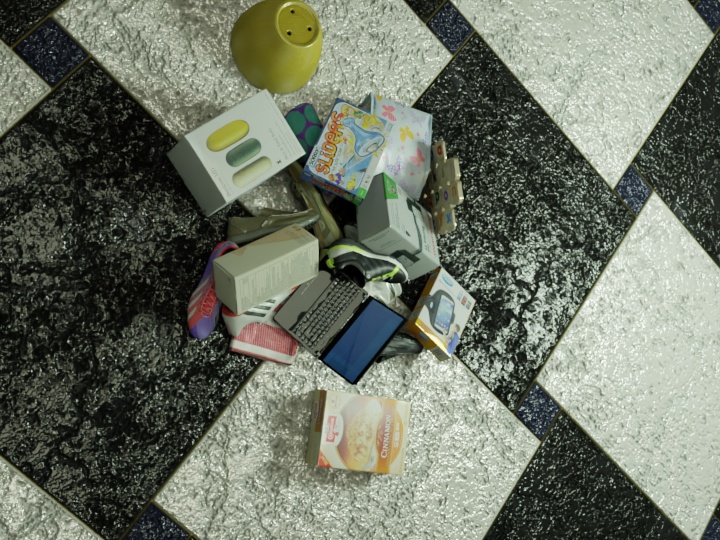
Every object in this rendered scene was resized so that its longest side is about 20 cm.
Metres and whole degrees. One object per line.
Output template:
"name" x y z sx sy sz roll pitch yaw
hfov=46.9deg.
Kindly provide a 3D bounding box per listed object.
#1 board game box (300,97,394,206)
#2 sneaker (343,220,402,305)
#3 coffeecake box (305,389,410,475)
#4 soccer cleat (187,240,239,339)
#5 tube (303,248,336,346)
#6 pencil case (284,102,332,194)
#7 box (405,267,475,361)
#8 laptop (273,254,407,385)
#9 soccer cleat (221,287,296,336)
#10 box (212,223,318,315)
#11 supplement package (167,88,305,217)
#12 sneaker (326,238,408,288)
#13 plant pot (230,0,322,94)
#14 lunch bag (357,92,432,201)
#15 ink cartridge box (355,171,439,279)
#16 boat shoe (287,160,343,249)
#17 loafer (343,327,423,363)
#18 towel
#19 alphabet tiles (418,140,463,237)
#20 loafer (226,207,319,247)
"board game box" -0.025 -0.244 1.688 0.134 0.035 0.201 23 62 -5
"sneaker" 0.000 0.000 1.779 0.115 0.075 0.201 -39 105 -26
"coffeecake box" -0.004 0.338 1.733 0.198 0.073 0.155 12 78 -24
"soccer cleat" -0.288 0.037 1.629 0.066 0.076 0.202 23 81 -21
"tube" -0.075 0.058 1.755 0.057 0.052 0.202 8 83 16
"pencil case" -0.086 -0.255 1.744 0.092 0.085 0.201 -29 77 -22
"box" 0.185 0.089 1.856 0.119 0.041 0.201 43 53 -17
"laptop" -0.042 0.099 1.691 0.200 0.103 0.178 44 78 -14
"soccer cleat" -0.195 0.061 1.669 0.199 0.068 0.086 -32 134 -38
"box" -0.181 -0.005 1.605 0.199 0.078 0.096 -26 135 -33
"supplement package" -0.249 -0.232 1.653 0.199 0.150 0.153 -36 99 -25
"sneaker" 0.010 0.006 1.698 0.199 0.072 0.084 21 54 -28
"plant pot" -0.157 -0.491 1.741 0.198 0.142 0.202 4 80 -25
"lunch bag" 0.058 -0.261 1.825 0.168 0.127 0.202 13 67 -26
"ink cartridge box" 0.079 -0.092 1.765 0.200 0.083 0.148 35 39 -46
"boat shoe" -0.109 -0.144 1.759 0.063 0.073 0.202 -29 102 4
"loafer" 0.046 0.165 1.792 0.199 0.068 0.071 9 101 -30
"towel" -0.183 0.084 1.712 0.143 0.023 0.202 18 75 -22
"alphabet tiles" 0.172 -0.176 1.823 0.014 0.200 0.198 -6 84 -20
"loafer" -0.181 -0.101 1.695 0.198 0.075 0.070 -14 80 -12
